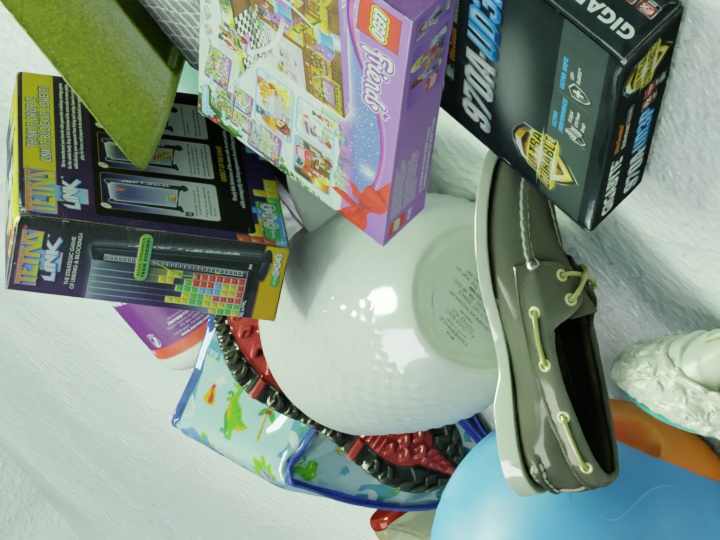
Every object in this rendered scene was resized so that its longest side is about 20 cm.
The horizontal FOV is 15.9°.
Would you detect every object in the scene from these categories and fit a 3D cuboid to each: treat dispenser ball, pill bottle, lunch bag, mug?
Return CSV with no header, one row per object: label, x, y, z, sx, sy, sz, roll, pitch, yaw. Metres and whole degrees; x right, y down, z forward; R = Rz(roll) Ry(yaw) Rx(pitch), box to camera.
treat dispenser ball,0.143,0.178,1.583,0.201,0.201,0.201,41,163,15
pill bottle,-0.167,-0.026,2.009,0.200,0.112,0.112,50,163,-15
lunch bag,-0.007,0.109,1.932,0.200,0.128,0.170,21,-179,-37
mug,0.022,0.003,1.570,0.200,0.148,0.175,58,158,-7

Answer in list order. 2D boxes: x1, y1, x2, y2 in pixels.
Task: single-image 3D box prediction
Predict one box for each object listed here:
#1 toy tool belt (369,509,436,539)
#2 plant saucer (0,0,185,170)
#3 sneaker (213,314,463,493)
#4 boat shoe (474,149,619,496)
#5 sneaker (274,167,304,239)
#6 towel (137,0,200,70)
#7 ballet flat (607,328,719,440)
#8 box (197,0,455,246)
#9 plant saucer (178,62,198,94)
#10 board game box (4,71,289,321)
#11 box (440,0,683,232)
toy tool belt,0.080,0.239,2.025,0.123,0.125,0.200,57,163,-9
plant saucer,-0.166,-0.188,1.607,0.200,0.048,0.200,51,-161,-21
sneaker,-0.022,0.077,1.728,0.200,0.079,0.096,43,179,-2
boat shoe,0.107,0.027,1.459,0.060,0.072,0.202,-5,95,28
sneaker,0.000,0.000,1.716,0.200,0.074,0.088,55,149,0
towel,-0.092,-0.186,1.495,0.200,0.086,0.166,54,163,-26
ballet flat,0.221,0.066,1.394,0.200,0.072,0.072,29,157,40
box,-0.021,-0.114,1.339,0.137,0.039,0.200,37,152,18
plant saucer,-0.123,-0.070,1.822,0.200,0.036,0.200,42,146,36
board game box,-0.137,-0.048,1.604,0.200,0.165,0.057,-102,21,-60
box,0.080,-0.121,1.296,0.159,0.046,0.200,42,163,15
